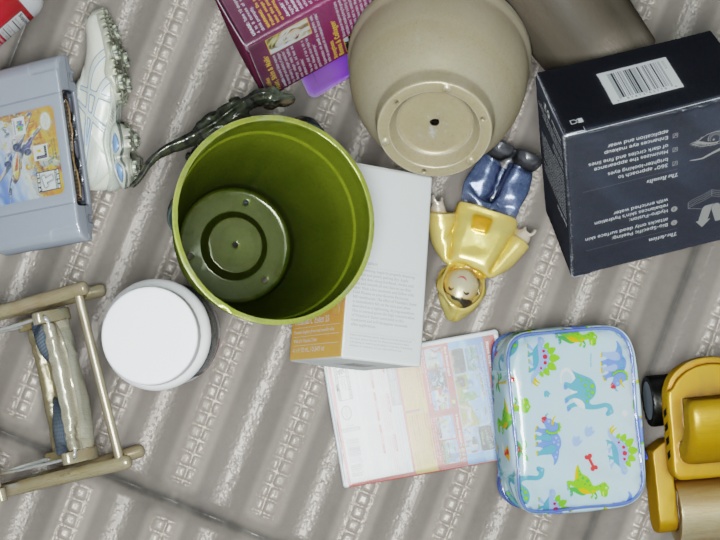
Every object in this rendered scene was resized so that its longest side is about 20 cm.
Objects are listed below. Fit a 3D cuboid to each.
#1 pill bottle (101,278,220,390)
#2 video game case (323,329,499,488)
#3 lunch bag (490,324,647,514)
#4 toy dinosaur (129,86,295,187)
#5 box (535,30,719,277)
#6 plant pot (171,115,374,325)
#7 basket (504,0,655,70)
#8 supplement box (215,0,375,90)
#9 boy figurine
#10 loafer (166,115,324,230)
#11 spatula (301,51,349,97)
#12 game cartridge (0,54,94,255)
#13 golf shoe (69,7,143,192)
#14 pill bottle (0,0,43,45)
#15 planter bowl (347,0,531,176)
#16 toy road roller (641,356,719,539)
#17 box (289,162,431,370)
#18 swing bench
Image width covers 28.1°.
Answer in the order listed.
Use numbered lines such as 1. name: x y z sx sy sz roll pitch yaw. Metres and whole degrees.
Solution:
1. pill bottle: -0.208 0.066 1.499 0.113 0.200 0.115 0 87 -2
2. video game case: 0.066 0.153 1.594 0.198 0.017 0.144 -10 88 -2
3. lunch bag: 0.226 0.161 1.559 0.159 0.082 0.202 -5 87 -12
4. toy dinosaur: -0.164 -0.148 1.565 0.199 0.088 0.048 -33 89 -2
5. box: 0.295 -0.121 1.514 0.195 0.118 0.201 -13 132 -2
6. plant pot: -0.109 -0.036 1.459 0.198 0.193 0.203 2 82 -17
7. basket: 0.215 -0.293 1.555 0.136 0.180 0.200 -39 100 1
8. supplement box: -0.049 -0.297 1.547 0.199 0.131 0.104 -29 72 -3
9. boy figurine: 0.127 -0.043 1.583 0.123 0.064 0.201 24 84 -3
10. loafer: -0.126 -0.104 1.588 0.199 0.063 0.072 -31 120 1
11. spatula: 0.023 -0.258 1.608 0.199 0.021 0.057 -25 77 -4
12. game cartridge: -0.360 -0.122 1.560 0.132 0.041 0.202 -9 88 20
13. golf shoe: -0.297 -0.185 1.573 0.096 0.078 0.202 -7 87 4
14. pill bottle: -0.418 -0.294 1.553 0.200 0.112 0.112 -41 89 -3
15. planter bowl: 0.081 -0.184 1.501 0.198 0.135 0.201 3 132 3
16. toy road roller: 0.376 0.193 1.536 0.122 0.146 0.202 -5 88 -1
17. box: 0.000 0.000 1.523 0.097 0.124 0.202 9 80 -27
18. swing bench: -0.353 0.132 1.528 0.198 0.130 0.201 -15 88 -2
